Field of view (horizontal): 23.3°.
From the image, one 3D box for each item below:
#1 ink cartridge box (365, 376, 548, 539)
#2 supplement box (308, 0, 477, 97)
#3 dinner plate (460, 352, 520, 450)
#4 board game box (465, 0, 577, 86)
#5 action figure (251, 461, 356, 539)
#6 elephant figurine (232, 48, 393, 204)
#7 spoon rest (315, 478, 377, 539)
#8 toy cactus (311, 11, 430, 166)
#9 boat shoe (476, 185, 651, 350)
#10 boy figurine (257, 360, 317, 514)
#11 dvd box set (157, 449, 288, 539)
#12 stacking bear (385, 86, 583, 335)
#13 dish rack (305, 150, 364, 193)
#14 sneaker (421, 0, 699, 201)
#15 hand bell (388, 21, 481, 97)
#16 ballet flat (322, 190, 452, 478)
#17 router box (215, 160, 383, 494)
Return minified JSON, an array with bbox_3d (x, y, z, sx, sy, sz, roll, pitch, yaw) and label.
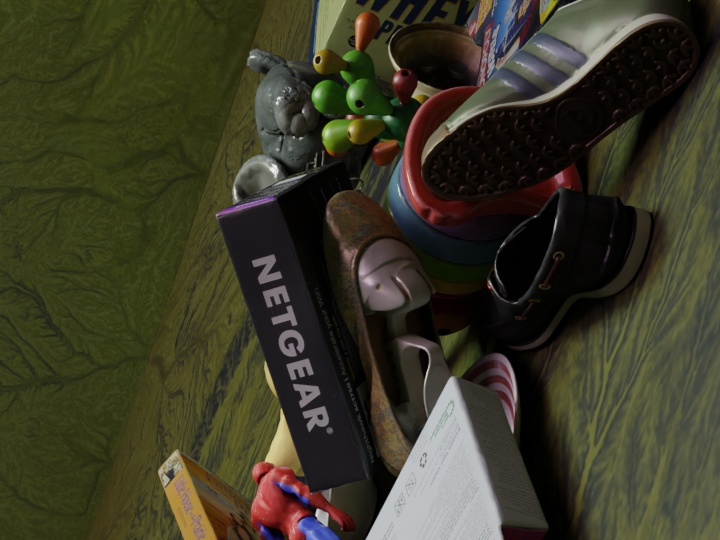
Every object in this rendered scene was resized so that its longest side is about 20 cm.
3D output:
[{"bbox_3d":[0.045,0.197,1.041,0.200,0.043,0.197,-105,38,-59],"label":"ink cartridge box"},{"bbox_3d":[0.049,-0.279,1.665,0.200,0.134,0.200,-89,22,-57],"label":"supplement box"},{"bbox_3d":[0.067,0.153,1.154,0.200,0.024,0.201,-160,90,-79],"label":"dinner plate"},{"bbox_3d":[0.139,-0.203,1.316,0.200,0.061,0.201,123,162,-51],"label":"board game box"},{"bbox_3d":[-0.035,0.207,1.313,0.200,0.051,0.066,48,124,45],"label":"action figure"},{"bbox_3d":[-0.047,-0.078,1.584,0.155,0.141,0.201,-94,13,-69],"label":"elephant figurine"},{"bbox_3d":[-0.005,0.162,1.378,0.200,0.060,0.100,123,162,-46],"label":"spoon rest"},{"bbox_3d":[0.043,-0.119,1.365,0.200,0.164,0.103,79,-146,-77],"label":"toy cactus"},{"bbox_3d":[0.113,-0.002,1.111,0.201,0.063,0.074,135,150,-67],"label":"boat shoe"},{"bbox_3d":[-0.050,0.129,1.429,0.125,0.064,0.200,-58,-17,-33],"label":"boy figurine"},{"bbox_3d":[-0.084,0.224,1.376,0.029,0.146,0.200,-49,20,2],"label":"dvd box set"},{"bbox_3d":[0.066,-0.026,1.253,0.200,0.121,0.114,108,153,-53],"label":"stacking bear"},{"bbox_3d":[0.000,0.000,1.408,0.200,0.054,0.154,-88,-20,-52],"label":"dish rack"},{"bbox_3d":[0.127,-0.121,1.116,0.200,0.067,0.090,-30,31,28],"label":"sneaker"},{"bbox_3d":[0.058,-0.105,1.533,0.104,0.104,0.201,-84,5,-50],"label":"hand bell"},{"bbox_3d":[0.028,0.040,1.157,0.071,0.070,0.201,163,94,-75],"label":"ballet flat"},{"bbox_3d":[-0.023,0.035,1.215,0.149,0.051,0.201,-36,-71,-69],"label":"router box"}]
